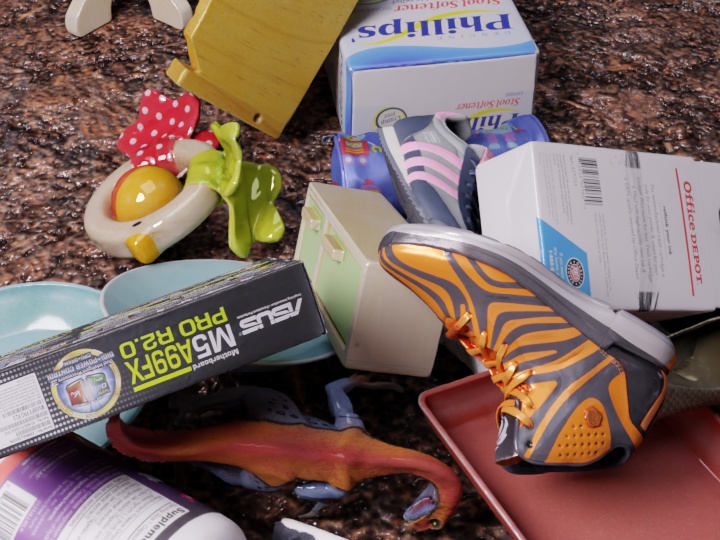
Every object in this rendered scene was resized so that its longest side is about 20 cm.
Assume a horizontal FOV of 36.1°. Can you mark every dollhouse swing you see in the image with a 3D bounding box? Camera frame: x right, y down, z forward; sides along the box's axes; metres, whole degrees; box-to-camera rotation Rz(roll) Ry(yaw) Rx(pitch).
[{"bbox_3d":[-0.104,-0.258,1.028,0.181,0.201,0.176,23,11,-47],"label":"dollhouse swing"}]

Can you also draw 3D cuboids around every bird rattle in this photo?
[{"bbox_3d":[-0.166,-0.079,0.936,0.163,0.113,0.199,-42,48,-22],"label":"bird rattle"}]

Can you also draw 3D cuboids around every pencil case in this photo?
[{"bbox_3d":[0.067,-0.089,0.969,0.197,0.079,0.087,-7,31,-7],"label":"pencil case"}]

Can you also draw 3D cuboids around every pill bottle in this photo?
[{"bbox_3d":[-0.134,0.179,0.647,0.198,0.112,0.111,23,47,23],"label":"pill bottle"}]

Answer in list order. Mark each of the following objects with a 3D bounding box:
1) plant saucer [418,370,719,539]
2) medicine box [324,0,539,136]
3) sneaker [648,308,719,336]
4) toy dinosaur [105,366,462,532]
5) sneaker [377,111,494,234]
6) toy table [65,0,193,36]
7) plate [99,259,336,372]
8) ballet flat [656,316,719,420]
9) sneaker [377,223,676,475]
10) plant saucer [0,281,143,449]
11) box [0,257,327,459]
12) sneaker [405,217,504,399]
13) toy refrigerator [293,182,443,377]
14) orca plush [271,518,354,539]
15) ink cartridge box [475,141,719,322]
[{"bbox_3d":[0.163,0.136,0.721,0.198,0.037,0.200,-14,47,-30],"label":"plant saucer"},{"bbox_3d":[0.061,-0.215,1.089,0.180,0.104,0.201,-7,41,-7],"label":"medicine box"},{"bbox_3d":[0.248,-0.013,0.872,0.069,0.091,0.201,-19,45,-19],"label":"sneaker"},{"bbox_3d":[-0.032,0.126,0.686,0.179,0.106,0.200,13,14,18],"label":"toy dinosaur"},{"bbox_3d":[0.071,-0.061,0.836,0.081,0.071,0.201,-19,43,0],"label":"sneaker"},{"bbox_3d":[-0.264,-0.349,1.230,0.199,0.118,0.183,-29,49,-29],"label":"toy table"},{"bbox_3d":[-0.096,0.037,0.831,0.197,0.026,0.201,7,20,-3],"label":"plate"},{"bbox_3d":[0.232,0.062,0.760,0.198,0.047,0.068,-11,50,-27],"label":"ballet flat"},{"bbox_3d":[0.087,0.055,0.666,0.198,0.078,0.113,26,75,3],"label":"sneaker"},{"bbox_3d":[-0.246,0.088,0.805,0.197,0.036,0.201,0,41,0],"label":"plant saucer"},{"bbox_3d":[-0.128,0.046,0.651,0.198,0.045,0.160,-20,4,-11],"label":"box"},{"bbox_3d":[0.073,0.029,0.849,0.080,0.077,0.201,-19,41,1],"label":"sneaker"},{"bbox_3d":[0.000,0.000,0.811,0.069,0.077,0.200,8,18,-16],"label":"toy refrigerator"},{"bbox_3d":[0.029,0.215,0.645,0.198,0.105,0.072,24,73,2],"label":"orca plush"},{"bbox_3d":[0.186,-0.022,0.800,0.198,0.068,0.118,2,78,-30],"label":"ink cartridge box"}]
